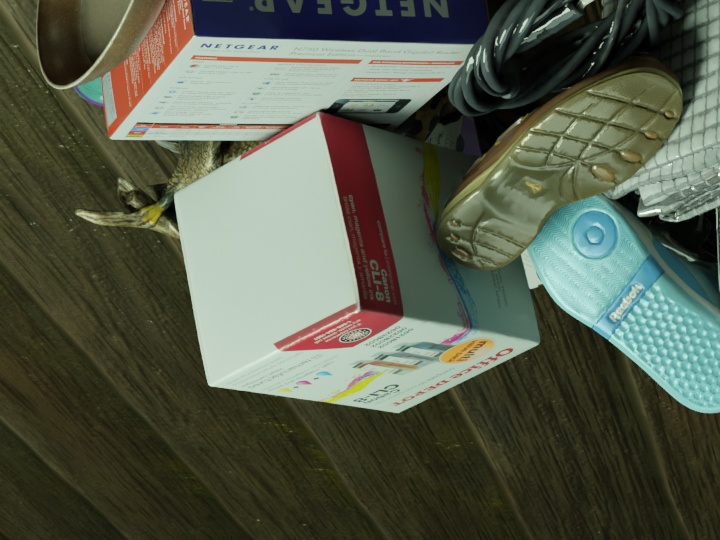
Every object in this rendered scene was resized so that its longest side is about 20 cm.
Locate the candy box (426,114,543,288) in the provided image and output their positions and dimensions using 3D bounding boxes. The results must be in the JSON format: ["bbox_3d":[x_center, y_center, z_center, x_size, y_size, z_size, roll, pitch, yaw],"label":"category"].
[{"bbox_3d":[0.076,-0.043,1.813,0.167,0.072,0.199,26,153,-33],"label":"candy box"}]

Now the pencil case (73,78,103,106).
[{"bbox_3d":[-0.174,-0.193,1.542,0.085,0.093,0.200,34,161,11],"label":"pencil case"}]

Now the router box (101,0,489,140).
[{"bbox_3d":[-0.043,-0.134,1.404,0.199,0.049,0.179,-1,164,-24],"label":"router box"}]

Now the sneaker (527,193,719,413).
[{"bbox_3d":[0.198,0.006,1.527,0.200,0.130,0.080,48,114,5],"label":"sneaker"}]

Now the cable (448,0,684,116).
[{"bbox_3d":[0.127,-0.140,1.356,0.163,0.051,0.200,-32,171,-18],"label":"cable"}]

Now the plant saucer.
[{"bbox_3d":[-0.146,-0.205,1.359,0.032,0.202,0.200,14,158,-26],"label":"plant saucer"}]

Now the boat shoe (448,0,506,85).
[{"bbox_3d":[0.074,-0.196,1.443,0.071,0.077,0.200,15,157,0],"label":"boat shoe"}]

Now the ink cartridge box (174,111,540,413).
[{"bbox_3d":[0.000,0.000,1.517,0.145,0.146,0.199,-28,155,35],"label":"ink cartridge box"}]

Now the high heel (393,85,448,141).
[{"bbox_3d":[0.010,-0.074,1.682,0.071,0.142,0.200,49,155,18],"label":"high heel"}]

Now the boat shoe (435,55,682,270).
[{"bbox_3d":[0.125,-0.080,1.433,0.072,0.068,0.200,35,127,-22],"label":"boat shoe"}]

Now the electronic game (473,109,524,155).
[{"bbox_3d":[0.163,-0.054,1.639,0.199,0.200,0.042,29,109,-38],"label":"electronic game"}]

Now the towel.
[{"bbox_3d":[0.239,-0.131,1.418,0.085,0.167,0.200,14,159,-30],"label":"towel"}]

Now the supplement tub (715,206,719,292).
[{"bbox_3d":[0.297,-0.063,1.484,0.122,0.201,0.123,3,147,2],"label":"supplement tub"}]

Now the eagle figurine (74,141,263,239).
[{"bbox_3d":[-0.104,-0.096,1.732,0.151,0.151,0.200,-21,151,-54],"label":"eagle figurine"}]

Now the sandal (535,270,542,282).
[{"bbox_3d":[0.161,-0.002,1.655,0.075,0.200,0.045,38,105,-15],"label":"sandal"}]

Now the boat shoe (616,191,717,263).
[{"bbox_3d":[0.229,-0.050,1.564,0.071,0.073,0.200,6,163,46],"label":"boat shoe"}]
